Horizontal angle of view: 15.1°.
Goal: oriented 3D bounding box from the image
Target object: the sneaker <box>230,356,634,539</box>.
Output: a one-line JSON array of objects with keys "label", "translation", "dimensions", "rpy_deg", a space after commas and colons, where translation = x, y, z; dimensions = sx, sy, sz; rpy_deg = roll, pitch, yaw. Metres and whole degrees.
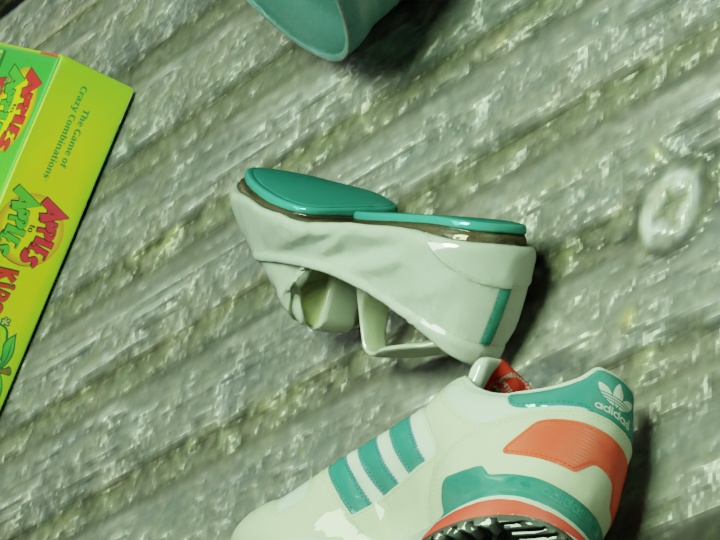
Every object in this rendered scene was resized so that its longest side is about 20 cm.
[{"label": "sneaker", "translation": [0.030, 0.084, 1.015], "dimensions": [0.199, 0.070, 0.094], "rpy_deg": [-18, 37, 52]}]

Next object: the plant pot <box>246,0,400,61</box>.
[{"label": "plant pot", "translation": [-0.019, -0.210, 1.181], "dimensions": [0.134, 0.201, 0.200], "rpy_deg": [-39, 31, -9]}]

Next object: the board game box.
[{"label": "board game box", "translation": [-0.196, -0.016, 1.419], "dimensions": [0.101, 0.047, 0.201], "rpy_deg": [17, 84, 58]}]

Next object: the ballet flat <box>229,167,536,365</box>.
[{"label": "ballet flat", "translation": [0.000, 0.000, 1.113], "dimensions": [0.200, 0.069, 0.070], "rpy_deg": [16, 83, 57]}]
